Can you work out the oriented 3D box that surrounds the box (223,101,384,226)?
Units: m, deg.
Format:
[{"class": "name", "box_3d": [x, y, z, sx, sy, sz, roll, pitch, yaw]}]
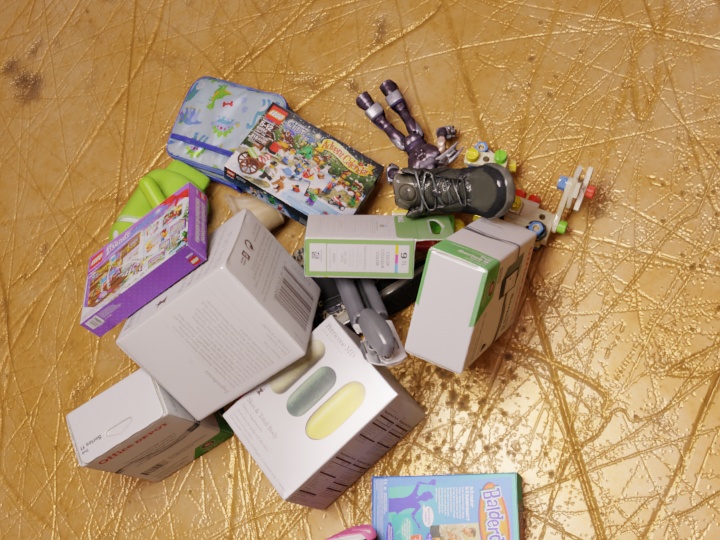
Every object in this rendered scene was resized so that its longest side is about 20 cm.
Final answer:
[{"class": "box", "box_3d": [-0.083, -0.146, 1.382, 0.199, 0.038, 0.137, 30, 66, 4]}]

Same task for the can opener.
[{"class": "can opener", "box_3d": [0.012, 0.045, 1.229, 0.053, 0.067, 0.200, -6, 42, -16]}]

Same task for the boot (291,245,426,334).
[{"class": "boot", "box_3d": [-0.001, 0.000, 1.362, 0.203, 0.073, 0.154, -32, 62, 5]}]

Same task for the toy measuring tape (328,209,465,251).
[{"class": "toy measuring tape", "box_3d": [0.052, -0.063, 1.349, 0.199, 0.074, 0.074, 1, 72, -3]}]

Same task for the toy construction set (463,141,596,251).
[{"class": "toy construction set", "box_3d": [0.230, -0.107, 1.312, 0.199, 0.092, 0.132, 16, 70, 28]}]

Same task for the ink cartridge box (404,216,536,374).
[{"class": "ink cartridge box", "box_3d": [0.148, 0.024, 1.209, 0.084, 0.200, 0.147, 21, 115, 22]}]

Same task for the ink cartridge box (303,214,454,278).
[{"class": "ink cartridge box", "box_3d": [0.024, -0.034, 1.263, 0.199, 0.104, 0.060, 0, 111, 0]}]

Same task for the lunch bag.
[{"class": "lunch bag", "box_3d": [-0.205, -0.216, 1.499, 0.199, 0.082, 0.161, 22, 83, 25]}]

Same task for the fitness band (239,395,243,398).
[{"class": "fitness band", "box_3d": [-0.146, 0.103, 1.380, 0.143, 0.037, 0.201, -17, 68, 27]}]

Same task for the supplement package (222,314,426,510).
[{"class": "supplement package", "box_3d": [-0.046, 0.196, 1.267, 0.200, 0.151, 0.152, -43, 64, 1]}]

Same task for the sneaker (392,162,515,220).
[{"class": "sneaker", "box_3d": [0.117, -0.103, 1.241, 0.199, 0.114, 0.077, 16, 114, 60]}]

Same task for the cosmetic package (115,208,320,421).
[{"class": "cosmetic package", "box_3d": [-0.186, 0.060, 1.257, 0.200, 0.165, 0.165, -33, 22, 21]}]

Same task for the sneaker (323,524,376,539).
[{"class": "sneaker", "box_3d": [-0.046, 0.408, 1.233, 0.200, 0.074, 0.088, -37, 72, 22]}]

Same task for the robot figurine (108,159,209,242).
[{"class": "robot figurine", "box_3d": [-0.313, -0.076, 1.453, 0.115, 0.176, 0.201, 30, 61, -6]}]

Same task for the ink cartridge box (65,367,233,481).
[{"class": "ink cartridge box", "box_3d": [-0.295, 0.221, 1.318, 0.146, 0.200, 0.083, -31, 65, 6]}]

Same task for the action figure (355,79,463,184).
[{"class": "action figure", "box_3d": [0.077, -0.197, 1.405, 0.130, 0.069, 0.200, -32, 69, -1]}]

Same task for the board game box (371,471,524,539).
[{"class": "board game box", "box_3d": [0.114, 0.346, 1.222, 0.199, 0.045, 0.153, -5, 71, 18]}]

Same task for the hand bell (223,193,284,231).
[{"class": "hand bell", "box_3d": [-0.100, -0.114, 1.440, 0.199, 0.104, 0.104, -27, 65, -6]}]

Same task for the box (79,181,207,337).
[{"class": "box", "box_3d": [-0.290, -0.015, 1.253, 0.200, 0.039, 0.137, -33, 38, 20]}]
